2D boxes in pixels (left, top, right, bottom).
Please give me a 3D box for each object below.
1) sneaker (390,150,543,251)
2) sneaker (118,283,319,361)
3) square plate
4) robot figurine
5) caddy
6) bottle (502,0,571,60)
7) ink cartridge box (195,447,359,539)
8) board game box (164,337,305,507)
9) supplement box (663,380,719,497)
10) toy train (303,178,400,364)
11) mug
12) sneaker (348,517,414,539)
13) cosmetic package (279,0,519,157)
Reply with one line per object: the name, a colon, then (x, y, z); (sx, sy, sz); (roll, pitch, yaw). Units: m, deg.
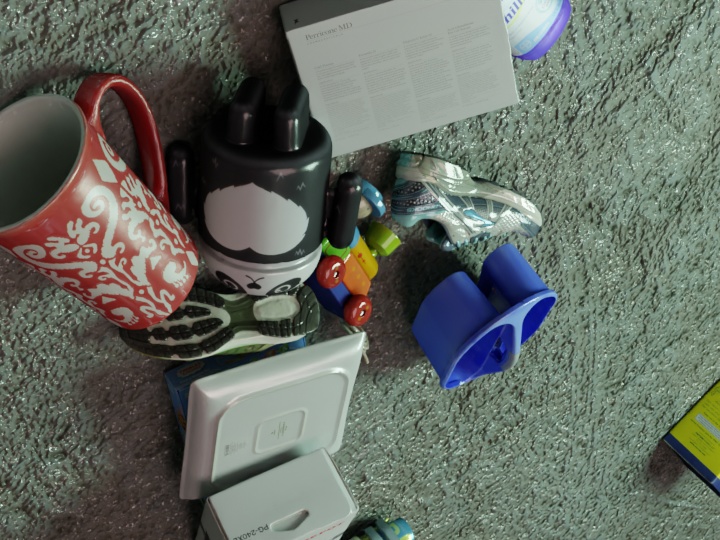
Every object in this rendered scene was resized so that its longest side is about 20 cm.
sneaker: (0.108, -0.060, 1.416); (0.199, 0.077, 0.087); (19, 91, -34)
sneaker: (-0.144, 0.062, 1.332); (0.198, 0.078, 0.089); (-3, 158, -18)
square plate: (-0.090, 0.160, 1.393); (0.197, 0.029, 0.201); (-16, 141, -26)
robot figurine: (-0.090, -0.073, 1.229); (0.124, 0.150, 0.201); (-24, 134, -39)
caddy: (0.141, 0.062, 1.475); (0.141, 0.105, 0.200); (-30, 163, -18)
bottle: (0.123, -0.278, 1.282); (0.199, 0.065, 0.084); (27, 102, -45)
ink cartridge box: (-0.097, 0.284, 1.460); (0.144, 0.084, 0.200); (-21, 159, -21)
board game box: (-0.121, 0.159, 1.443); (0.150, 0.037, 0.201); (-25, 134, -20)
supplement box: (0.567, 0.230, 1.964); (0.200, 0.110, 0.109); (-45, 137, 1)
toy train: (0.000, 0.000, 1.394); (0.116, 0.084, 0.200); (-51, 139, -15)
mug: (-0.219, -0.055, 1.146); (0.177, 0.134, 0.200); (-42, 140, -1)
sneaker: (-0.006, 0.348, 1.643); (0.131, 0.080, 0.200); (-46, 146, 4)
cosmetic package: (0.039, -0.201, 1.239); (0.198, 0.052, 0.151); (-16, 135, 1)
